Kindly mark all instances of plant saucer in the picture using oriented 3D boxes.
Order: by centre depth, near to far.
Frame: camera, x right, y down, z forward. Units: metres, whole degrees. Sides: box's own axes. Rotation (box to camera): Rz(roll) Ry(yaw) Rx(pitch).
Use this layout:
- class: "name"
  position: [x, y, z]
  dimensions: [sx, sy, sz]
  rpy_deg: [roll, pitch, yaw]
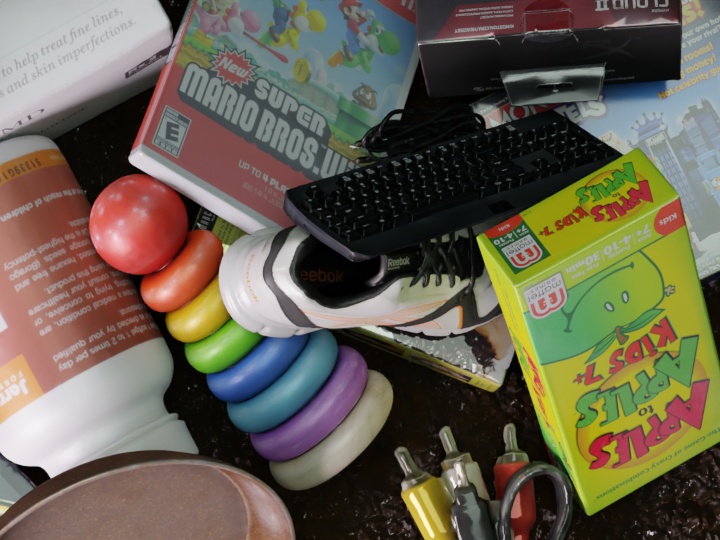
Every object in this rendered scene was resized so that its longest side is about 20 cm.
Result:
- class: "plant saucer"
  position: [-0.133, 0.165, 1.265]
  dimensions: [0.199, 0.201, 0.035]
  rpy_deg: [-24, 48, -6]

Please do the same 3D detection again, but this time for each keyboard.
- class: "keyboard"
  position: [0.045, -0.062, 1.246]
  dimensions: [0.199, 0.104, 0.040]
  rpy_deg: [-18, 124, -36]

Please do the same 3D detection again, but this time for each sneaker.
- class: "sneaker"
  position: [0.027, 0.001, 1.258]
  dimensions: [0.198, 0.080, 0.074]
  rpy_deg: [-9, 87, -27]

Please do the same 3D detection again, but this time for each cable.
- class: "cable"
  position: [0.084, 0.187, 1.336]
  dimensions: [0.096, 0.050, 0.202]
  rpy_deg: [-11, 93, 1]

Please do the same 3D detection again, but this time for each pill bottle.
- class: "pill bottle"
  position: [-0.174, 0.035, 1.299]
  dimensions: [0.112, 0.112, 0.201]
  rpy_deg: [-29, 84, -7]

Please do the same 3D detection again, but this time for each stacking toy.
- class: "stacking toy"
  position: [-0.072, 0.025, 1.291]
  dimensions: [0.085, 0.085, 0.200]
  rpy_deg: [-43, 107, -8]

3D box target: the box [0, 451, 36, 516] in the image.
- class: "box"
  position: [-0.274, 0.140, 1.313]
  dimensions: [0.159, 0.046, 0.200]
  rpy_deg: [-43, 87, -8]

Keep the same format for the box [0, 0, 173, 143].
- class: "box"
  position: [-0.234, -0.162, 1.314]
  dimensions: [0.198, 0.131, 0.201]
  rpy_deg: [-29, 85, -6]

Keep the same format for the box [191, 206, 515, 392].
- class: "box"
  position: [0.000, 0.000, 1.346]
  dimensions: [0.198, 0.050, 0.076]
  rpy_deg: [20, 81, 0]

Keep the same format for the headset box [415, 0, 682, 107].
- class: "headset box"
  position: [0.104, -0.188, 1.312]
  dimensions: [0.147, 0.075, 0.202]
  rpy_deg: [-4, 69, 6]

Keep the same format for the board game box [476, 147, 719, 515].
- class: "board game box"
  position: [0.139, 0.038, 1.281]
  dimensions: [0.101, 0.201, 0.048]
  rpy_deg: [-29, 45, -7]

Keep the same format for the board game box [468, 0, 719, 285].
- class: "board game box"
  position: [0.170, -0.088, 1.361]
  dimensions: [0.199, 0.062, 0.201]
  rpy_deg: [-25, 82, -5]

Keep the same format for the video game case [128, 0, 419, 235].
- class: "video game case"
  position: [-0.039, -0.111, 1.315]
  dimensions: [0.142, 0.017, 0.201]
  rpy_deg: [30, 59, -22]
